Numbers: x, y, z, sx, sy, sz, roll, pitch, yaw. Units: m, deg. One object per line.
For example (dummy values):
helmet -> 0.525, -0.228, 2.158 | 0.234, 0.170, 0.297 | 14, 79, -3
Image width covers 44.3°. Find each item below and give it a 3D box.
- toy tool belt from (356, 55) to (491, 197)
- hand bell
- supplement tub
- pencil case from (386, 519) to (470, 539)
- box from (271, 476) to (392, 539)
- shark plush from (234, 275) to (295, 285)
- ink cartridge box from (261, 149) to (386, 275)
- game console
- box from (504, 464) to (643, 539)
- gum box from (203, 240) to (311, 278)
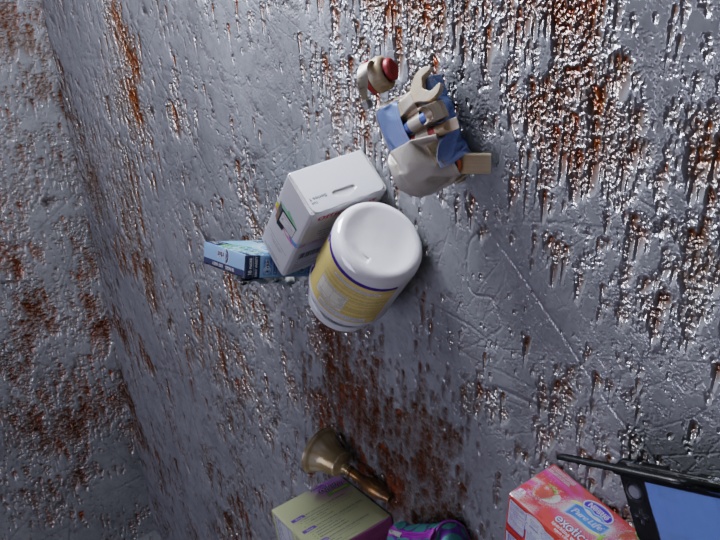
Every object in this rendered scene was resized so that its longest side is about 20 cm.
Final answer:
toy tool belt -> 0.090, -0.203, 1.163 | 0.122, 0.125, 0.201 | -19, 97, 30
hand bell -> -0.015, 0.411, 1.795 | 0.199, 0.104, 0.105 | 26, 132, 35
supplement tub -> 0.000, 0.000, 1.399 | 0.146, 0.145, 0.200 | 59, 150, 16
pencil case -> 0.119, 0.496, 1.600 | 0.092, 0.085, 0.200 | 36, 152, -12
box -> -0.056, 0.541, 1.836 | 0.199, 0.175, 0.097 | 24, 129, 51
shark plush -> -0.193, 0.016, 1.724 | 0.091, 0.083, 0.200 | 64, -165, -11
ink cartridge box -> -0.063, -0.092, 1.442 | 0.084, 0.144, 0.200 | 58, 150, 16
game console -> 0.351, 0.284, 1.028 | 0.200, 0.116, 0.177 | -3, 107, 60
box -> 0.298, 0.373, 1.200 | 0.200, 0.095, 0.100 | 36, 139, 43
gum box -> -0.157, -0.023, 1.592 | 0.169, 0.199, 0.045 | 17, 107, 55
